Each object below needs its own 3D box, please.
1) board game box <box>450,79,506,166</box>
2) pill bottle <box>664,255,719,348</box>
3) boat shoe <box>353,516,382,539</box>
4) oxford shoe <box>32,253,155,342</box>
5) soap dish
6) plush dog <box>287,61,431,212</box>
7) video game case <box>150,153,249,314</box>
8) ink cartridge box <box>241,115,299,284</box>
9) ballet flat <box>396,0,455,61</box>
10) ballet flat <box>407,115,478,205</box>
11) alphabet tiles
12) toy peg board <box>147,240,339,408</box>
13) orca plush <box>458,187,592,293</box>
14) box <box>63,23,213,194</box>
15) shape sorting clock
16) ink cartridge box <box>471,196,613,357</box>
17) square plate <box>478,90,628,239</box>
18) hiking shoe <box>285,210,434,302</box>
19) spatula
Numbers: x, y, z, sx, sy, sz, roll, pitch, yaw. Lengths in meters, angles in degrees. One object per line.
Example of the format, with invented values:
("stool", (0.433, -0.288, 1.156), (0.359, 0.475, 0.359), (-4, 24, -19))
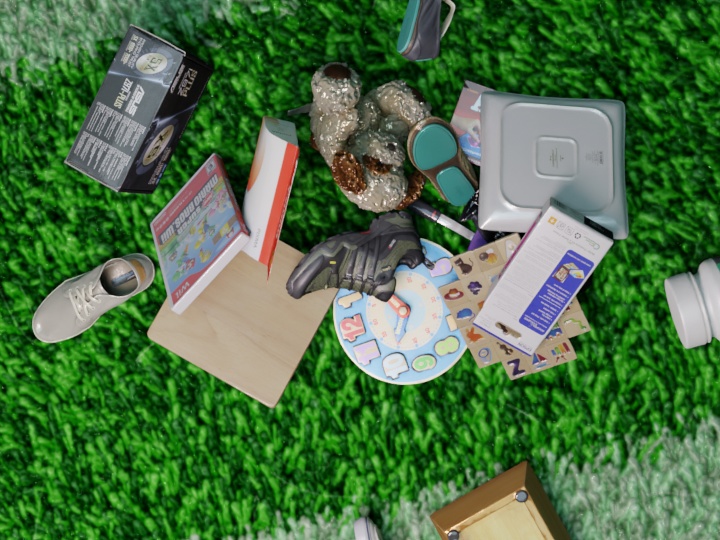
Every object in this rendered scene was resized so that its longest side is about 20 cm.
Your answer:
("board game box", (0.217, -0.175, 1.666), (0.197, 0.019, 0.104), (20, 93, 6))
("pill bottle", (0.503, 0.029, 1.593), (0.197, 0.113, 0.115), (-17, 90, 6))
("boat shoe", (0.059, 0.422, 1.681), (0.085, 0.075, 0.205), (-21, 92, 8))
("oxford shoe", (-0.379, 0.037, 1.726), (0.198, 0.058, 0.076), (-29, 91, 9))
("soap dish", (0.206, 0.384, 1.659), (0.156, 0.081, 0.202), (-30, 90, 7))
("plush dog", (0.001, -0.154, 1.619), (0.160, 0.198, 0.174), (-40, 57, 34))
("video game case", (-0.217, -0.052, 1.640), (0.017, 0.201, 0.143), (33, 110, -36))
("ink cartridge box", (-0.119, -0.092, 1.548), (0.049, 0.200, 0.164), (13, 107, -7))
("ballet flat", (0.098, -0.376, 1.653), (0.072, 0.073, 0.203), (10, 87, 6))
("ballet flat", (0.100, -0.155, 1.602), (0.070, 0.200, 0.066), (-22, 58, 7))
("alphabet tiles", (0.204, 0.050, 1.636), (0.165, 0.006, 0.202), (-21, 112, 21))
("toy peg board", (-0.154, 0.057, 1.694), (0.198, 0.098, 0.201), (28, 80, 4))
("orca plush", (0.231, -0.041, 1.628), (0.105, 0.071, 0.200), (-43, 91, -16))
("box", (-0.291, -0.211, 1.651), (0.085, 0.164, 0.202), (28, 95, 5))
("shape sorting clock", (0.060, 0.054, 1.683), (0.197, 0.039, 0.203), (0, 93, 7))
("ink cartridge box", (0.232, 0.011, 1.585), (0.094, 0.037, 0.201), (28, 117, -5))
("square plate", (0.253, -0.144, 1.610), (0.195, 0.029, 0.203), (4, 69, -1))
("hiking shoe", (0.000, 0.000, 1.622), (0.198, 0.076, 0.101), (-27, 76, -14))
("spatula", (0.121, -0.065, 1.680), (0.198, 0.021, 0.057), (29, 89, 6))
